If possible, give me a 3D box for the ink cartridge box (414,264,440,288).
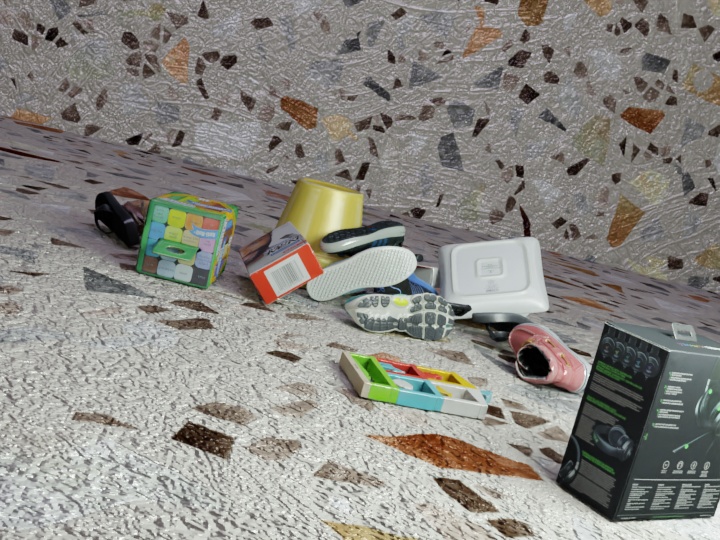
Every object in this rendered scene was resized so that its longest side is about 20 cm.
[{"bbox_3d":[0.078,0.006,1.815,0.175,0.045,0.199,6,-1,-40],"label":"ink cartridge box"}]

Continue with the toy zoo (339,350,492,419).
[{"bbox_3d":[0.080,0.151,1.171,0.199,0.021,0.131,13,9,-16],"label":"toy zoo"}]

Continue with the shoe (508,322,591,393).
[{"bbox_3d":[0.279,0.131,1.442,0.091,0.072,0.200,16,12,-30],"label":"shoe"}]

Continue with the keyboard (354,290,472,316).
[{"bbox_3d":[0.085,0.063,1.579,0.199,0.021,0.127,9,-10,-9],"label":"keyboard"}]

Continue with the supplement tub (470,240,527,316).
[{"bbox_3d":[0.273,0.025,1.836,0.144,0.146,0.200,13,9,-11],"label":"supplement tub"}]

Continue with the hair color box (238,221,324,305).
[{"bbox_3d":[-0.139,-0.017,1.526,0.110,0.064,0.200,-30,16,-6],"label":"hair color box"}]

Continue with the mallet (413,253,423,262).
[{"bbox_3d":[0.055,-0.033,1.789,0.199,0.041,0.066,10,0,41],"label":"mallet"}]

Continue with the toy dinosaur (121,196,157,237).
[{"bbox_3d":[-0.397,-0.095,1.659,0.199,0.086,0.135,21,10,31],"label":"toy dinosaur"}]

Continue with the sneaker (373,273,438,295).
[{"bbox_3d":[0.082,0.044,1.694,0.070,0.078,0.200,17,-13,36],"label":"sneaker"}]

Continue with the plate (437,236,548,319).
[{"bbox_3d":[0.245,0.005,1.690,0.198,0.032,0.201,-5,43,8],"label":"plate"}]

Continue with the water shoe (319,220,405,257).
[{"bbox_3d":[0.011,-0.038,1.643,0.199,0.079,0.071,-14,21,-41],"label":"water shoe"}]

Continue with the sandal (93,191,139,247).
[{"bbox_3d":[-0.459,-0.096,1.646,0.043,0.077,0.200,-20,25,-25],"label":"sandal"}]

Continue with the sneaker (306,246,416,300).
[{"bbox_3d":[0.000,0.000,1.595,0.199,0.074,0.082,-13,6,0],"label":"sneaker"}]

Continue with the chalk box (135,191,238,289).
[{"bbox_3d":[-0.286,-0.051,1.469,0.124,0.125,0.200,14,9,-2],"label":"chalk box"}]

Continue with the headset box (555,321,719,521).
[{"bbox_3d":[0.326,0.157,0.969,0.173,0.201,0.093,8,12,-34],"label":"headset box"}]

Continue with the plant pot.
[{"bbox_3d":[-0.079,-0.072,1.721,0.199,0.190,0.201,14,10,-3],"label":"plant pot"}]

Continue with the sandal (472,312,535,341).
[{"bbox_3d":[0.272,0.109,1.595,0.076,0.043,0.200,-5,-18,43],"label":"sandal"}]

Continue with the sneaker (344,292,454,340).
[{"bbox_3d":[0.067,0.068,1.497,0.199,0.078,0.080,11,1,-25],"label":"sneaker"}]
